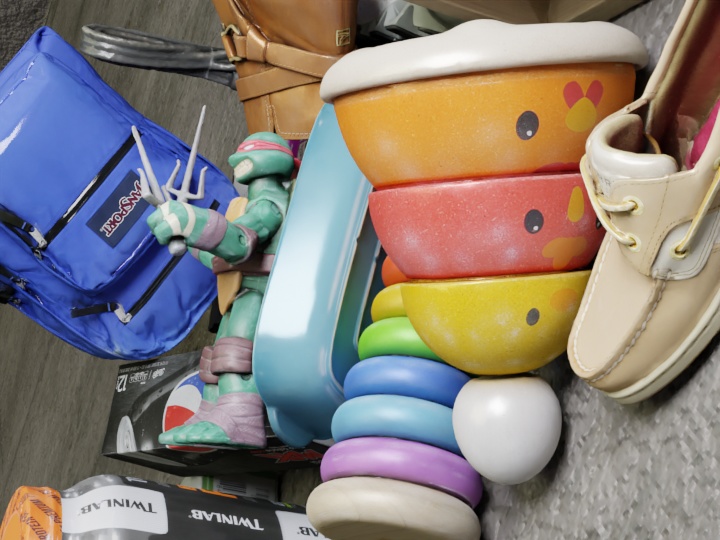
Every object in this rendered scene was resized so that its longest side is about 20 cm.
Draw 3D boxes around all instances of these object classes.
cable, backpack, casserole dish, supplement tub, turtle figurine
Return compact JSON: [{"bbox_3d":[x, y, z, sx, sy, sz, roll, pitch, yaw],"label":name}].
[{"bbox_3d":[-0.081,-0.145,0.920,0.097,0.199,0.050,-103,32,-64],"label":"cable"},{"bbox_3d":[-0.177,-0.033,0.901,0.163,0.200,0.168,-51,16,-9],"label":"backpack"},{"bbox_3d":[0.000,0.000,0.754,0.039,0.121,0.201,5,68,27],"label":"casserole dish"},{"bbox_3d":[-0.095,0.179,0.757,0.122,0.199,0.123,-166,90,-68],"label":"supplement tub"},{"bbox_3d":[-0.073,-0.004,0.762,0.150,0.100,0.201,82,-169,-80],"label":"turtle figurine"}]

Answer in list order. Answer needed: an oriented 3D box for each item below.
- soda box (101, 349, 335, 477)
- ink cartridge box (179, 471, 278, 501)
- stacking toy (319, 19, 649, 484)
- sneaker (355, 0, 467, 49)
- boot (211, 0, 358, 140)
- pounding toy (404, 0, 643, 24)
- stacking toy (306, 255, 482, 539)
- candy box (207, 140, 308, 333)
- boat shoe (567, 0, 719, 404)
[{"bbox_3d":[-0.076,0.086,0.864,0.200,0.071,0.064,-14,62,46],"label":"soda box"},{"bbox_3d":[-0.122,0.224,0.990,0.200,0.059,0.104,129,149,-47],"label":"ink cartridge box"},{"bbox_3d":[0.063,-0.005,0.624,0.146,0.146,0.201,180,83,-68],"label":"stacking toy"},{"bbox_3d":[0.029,-0.170,0.839,0.200,0.074,0.089,13,85,61],"label":"sneaker"},{"bbox_3d":[-0.064,-0.155,0.835,0.200,0.077,0.156,8,112,49],"label":"boot"},{"bbox_3d":[0.056,-0.214,0.608,0.184,0.199,0.143,160,121,-65],"label":"pounding toy"},{"bbox_3d":[0.030,0.039,0.707,0.085,0.085,0.201,-36,39,59],"label":"stacking toy"},{"bbox_3d":[-0.034,-0.029,0.919,0.200,0.061,0.137,163,118,-65],"label":"candy box"},{"bbox_3d":[0.118,-0.040,0.530,0.074,0.069,0.200,-114,42,-57],"label":"boat shoe"}]
